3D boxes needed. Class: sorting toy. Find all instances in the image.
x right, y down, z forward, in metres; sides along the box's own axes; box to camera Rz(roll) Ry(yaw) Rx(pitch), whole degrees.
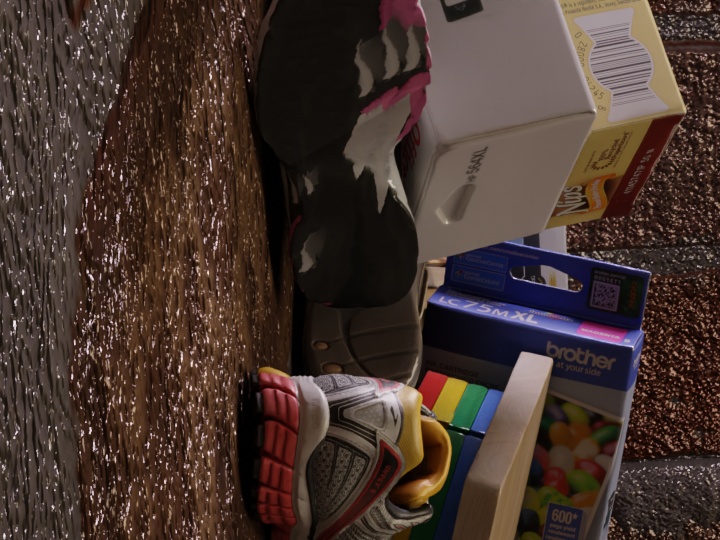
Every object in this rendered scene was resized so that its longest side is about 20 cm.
[{"bbox_3d":[0.034,0.158,1.355,0.199,0.069,0.201,-55,158,-70],"label":"sorting toy"}]

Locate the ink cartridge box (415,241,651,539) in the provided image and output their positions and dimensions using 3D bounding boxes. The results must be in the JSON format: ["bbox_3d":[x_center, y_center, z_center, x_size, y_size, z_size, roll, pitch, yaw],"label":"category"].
[{"bbox_3d":[0.086,0.087,1.451,0.042,0.119,0.201,-42,143,-69],"label":"ink cartridge box"}]

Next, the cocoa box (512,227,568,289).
[{"bbox_3d":[0.200,-0.075,3.431,0.134,0.130,0.201,-86,172,-57],"label":"cocoa box"}]

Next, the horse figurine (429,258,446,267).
[{"bbox_3d":[0.034,-0.033,1.535,0.200,0.132,0.050,121,-34,-74],"label":"horse figurine"}]

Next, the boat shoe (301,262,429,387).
[{"bbox_3d":[0.000,0.000,1.359,0.073,0.074,0.201,101,-1,-55],"label":"boat shoe"}]

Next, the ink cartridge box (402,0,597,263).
[{"bbox_3d":[0.038,-0.124,1.292,0.146,0.084,0.201,107,-32,-67],"label":"ink cartridge box"}]

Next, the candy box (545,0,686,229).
[{"bbox_3d":[0.097,-0.137,1.341,0.116,0.055,0.201,113,-36,-64],"label":"candy box"}]

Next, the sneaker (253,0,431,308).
[{"bbox_3d":[-0.016,-0.080,1.205,0.087,0.080,0.201,-104,-166,-47],"label":"sneaker"}]

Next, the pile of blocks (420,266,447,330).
[{"bbox_3d":[0.028,0.033,1.541,0.200,0.081,0.063,23,65,-85],"label":"pile of blocks"}]

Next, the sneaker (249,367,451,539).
[{"bbox_3d":[0.000,0.098,1.161,0.200,0.082,0.078,76,13,-72],"label":"sneaker"}]
